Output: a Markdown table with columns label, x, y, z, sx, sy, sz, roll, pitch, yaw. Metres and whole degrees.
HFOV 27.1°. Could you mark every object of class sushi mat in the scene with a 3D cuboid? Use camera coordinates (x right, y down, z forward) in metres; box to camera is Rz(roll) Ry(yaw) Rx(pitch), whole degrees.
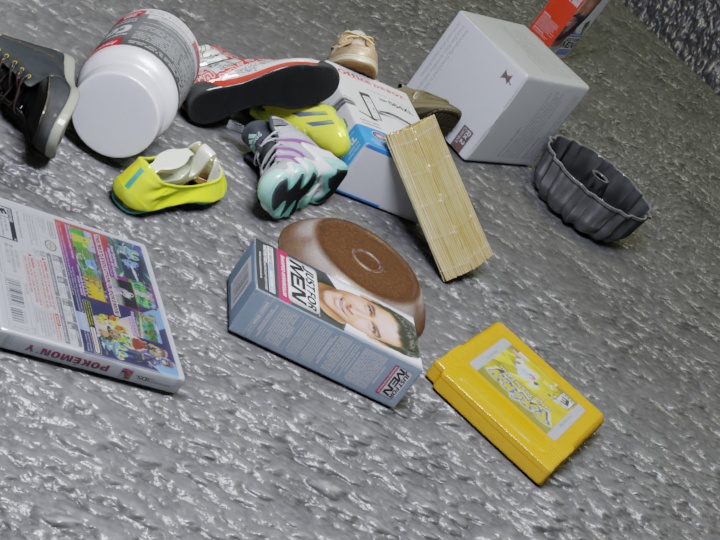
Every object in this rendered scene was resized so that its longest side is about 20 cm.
| label | x | y | z | sx | sy | sz | roll | pitch | yaw |
| --- | --- | --- | --- | --- | --- | --- | --- | --- | --- |
| sushi mat | 0.099 | -0.091 | 1.878 | 0.095 | 0.012 | 0.201 | -25 | 93 | -42 |

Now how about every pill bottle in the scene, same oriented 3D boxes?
| label | x | y | z | sx | sy | sz | roll | pitch | yaw |
| --- | --- | --- | --- | --- | --- | --- | --- | --- | --- |
| pill bottle | -0.249 | -0.207 | 1.647 | 0.114 | 0.114 | 0.200 | 32 | 25 | -10 |

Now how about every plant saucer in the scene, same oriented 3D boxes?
| label | x | y | z | sx | sy | sz | roll | pitch | yaw |
| --- | --- | --- | --- | --- | --- | --- | --- | --- | --- |
| plant saucer | 0.000 | 0.000 | 1.705 | 0.200 | 0.037 | 0.201 | 29 | 27 | -16 |

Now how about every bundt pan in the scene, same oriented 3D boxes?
| label | x | y | z | sx | sy | sz | roll | pitch | yaw |
| --- | --- | --- | --- | --- | --- | --- | --- | --- | --- |
| bundt pan | 0.350 | -0.119 | 2.313 | 0.201 | 0.076 | 0.202 | 30 | 26 | -16 |

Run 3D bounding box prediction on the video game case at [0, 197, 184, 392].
| label | x | y | z | sx | sy | sz | roll | pitch | yaw |
| --- | --- | --- | --- | --- | --- | --- | --- | --- | --- |
| video game case | -0.260 | 0.019 | 1.354 | 0.182 | 0.023 | 0.200 | 19 | 29 | -33 |

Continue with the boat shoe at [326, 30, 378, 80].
| label | x | y | z | sx | sy | sz | roll | pitch | yaw |
| --- | --- | --- | --- | --- | --- | --- | --- | --- | --- |
| boat shoe | -0.013 | -0.299 | 2.068 | 0.073 | 0.070 | 0.200 | 16 | -2 | -11 |

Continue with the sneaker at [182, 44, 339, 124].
| label | x | y | z | sx | sy | sz | roll | pitch | yaw |
| --- | --- | --- | --- | --- | --- | --- | --- | --- | --- |
| sneaker | -0.134 | -0.244 | 1.836 | 0.200 | 0.068 | 0.108 | -14 | 42 | -18 |

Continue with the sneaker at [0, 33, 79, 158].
| label | x | y | z | sx | sy | sz | roll | pitch | yaw |
| --- | --- | --- | --- | --- | --- | --- | --- | --- | --- |
| sneaker | -0.352 | -0.183 | 1.536 | 0.106 | 0.075 | 0.200 | 20 | 20 | -22 |

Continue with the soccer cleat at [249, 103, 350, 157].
| label | x | y | z | sx | sy | sz | roll | pitch | yaw |
| --- | --- | --- | --- | --- | --- | --- | --- | --- | --- |
| soccer cleat | -0.093 | -0.194 | 1.877 | 0.083 | 0.065 | 0.200 | -25 | 51 | -35 |

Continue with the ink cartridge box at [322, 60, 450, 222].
| label | x | y | z | sx | sy | sz | roll | pitch | yaw |
| --- | --- | --- | --- | --- | --- | --- | --- | --- | --- |
| ink cartridge box | 0.014 | -0.172 | 1.961 | 0.145 | 0.084 | 0.200 | 19 | 32 | -33 |

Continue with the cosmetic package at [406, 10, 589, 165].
| label | x | y | z | sx | sy | sz | roll | pitch | yaw |
| --- | --- | --- | --- | --- | --- | --- | --- | --- | --- |
| cosmetic package | 0.209 | -0.278 | 2.301 | 0.200 | 0.165 | 0.165 | 0 | 43 | -54 |

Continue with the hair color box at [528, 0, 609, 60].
| label | x | y | z | sx | sy | sz | roll | pitch | yaw |
| --- | --- | --- | --- | --- | --- | --- | --- | --- | --- |
| hair color box | 0.398 | -0.487 | 2.866 | 0.064 | 0.200 | 0.111 | 46 | 27 | 20 |

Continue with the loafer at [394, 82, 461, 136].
| label | x | y | z | sx | sy | sz | roll | pitch | yaw |
| --- | --- | --- | --- | --- | --- | --- | --- | --- | --- |
| loafer | 0.071 | -0.233 | 2.151 | 0.199 | 0.076 | 0.068 | 2 | 47 | -51 |

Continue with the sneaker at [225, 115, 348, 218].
| label | x | y | z | sx | sy | sz | roll | pitch | yaw |
| --- | --- | --- | --- | --- | --- | --- | --- | --- | --- |
| sneaker | -0.109 | -0.134 | 1.760 | 0.140 | 0.078 | 0.200 | 40 | 16 | 11 |

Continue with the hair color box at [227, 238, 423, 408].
| label | x | y | z | sx | sy | sz | roll | pitch | yaw |
| --- | --- | --- | --- | --- | --- | --- | --- | --- | --- |
| hair color box | -0.037 | 0.054 | 1.533 | 0.199 | 0.061 | 0.099 | 27 | 26 | -21 |

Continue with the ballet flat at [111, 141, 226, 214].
| label | x | y | z | sx | sy | sz | roll | pitch | yaw |
| --- | --- | --- | --- | --- | --- | --- | --- | --- | --- |
| ballet flat | -0.190 | -0.105 | 1.602 | 0.067 | 0.067 | 0.200 | 42 | 25 | 13 |

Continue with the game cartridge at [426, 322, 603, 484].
| label | x | y | z | sx | sy | sz | roll | pitch | yaw |
| --- | --- | --- | --- | --- | --- | --- | --- | --- | --- |
| game cartridge | 0.178 | 0.145 | 1.690 | 0.176 | 0.032 | 0.200 | 42 | 24 | 12 |
